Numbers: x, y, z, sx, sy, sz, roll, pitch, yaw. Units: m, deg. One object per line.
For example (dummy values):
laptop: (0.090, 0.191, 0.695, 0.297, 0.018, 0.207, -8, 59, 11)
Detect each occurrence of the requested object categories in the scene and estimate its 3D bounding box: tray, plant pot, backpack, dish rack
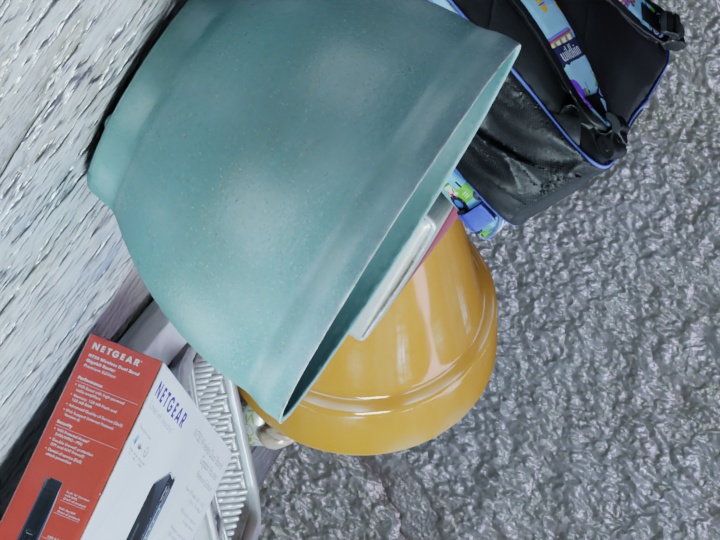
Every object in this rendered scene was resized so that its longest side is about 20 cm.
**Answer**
tray: (-0.124, 0.035, 1.669, 0.200, 0.022, 0.107, -53, 174, -49)
plant pot: (-0.037, -0.052, 1.181, 0.200, 0.134, 0.200, -57, 177, -5)
backpack: (0.076, -0.146, 1.594, 0.135, 0.200, 0.183, -35, -167, 36)
plant pot: (0.000, 0.000, 1.878, 0.200, 0.200, 0.183, -55, 160, -30)
dish rack: (-0.111, 0.127, 1.800, 0.200, 0.043, 0.172, -71, 150, -75)

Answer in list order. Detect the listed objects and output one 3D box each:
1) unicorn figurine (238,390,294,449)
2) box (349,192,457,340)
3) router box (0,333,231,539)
unicorn figurine: (-0.096, 0.098, 1.994, 0.137, 0.074, 0.200, -47, -161, -23)
box: (0.007, -0.069, 1.690, 0.109, 0.128, 0.200, -59, 176, 35)
router box: (-0.151, 0.152, 1.535, 0.200, 0.049, 0.180, 64, 49, -70)
